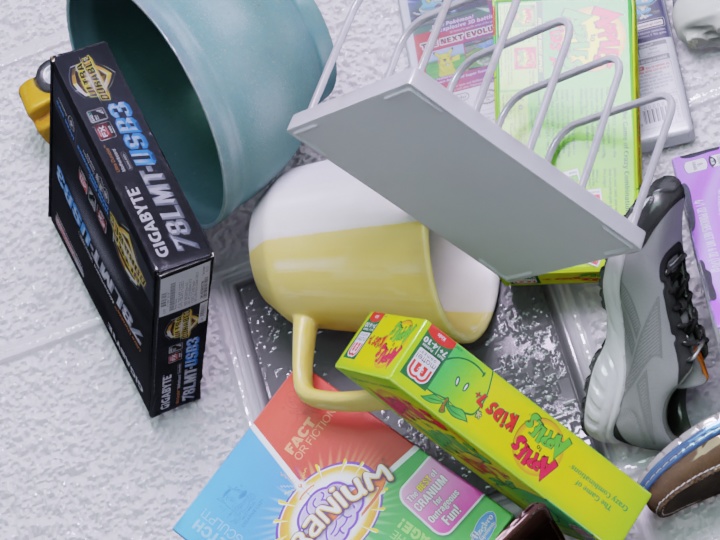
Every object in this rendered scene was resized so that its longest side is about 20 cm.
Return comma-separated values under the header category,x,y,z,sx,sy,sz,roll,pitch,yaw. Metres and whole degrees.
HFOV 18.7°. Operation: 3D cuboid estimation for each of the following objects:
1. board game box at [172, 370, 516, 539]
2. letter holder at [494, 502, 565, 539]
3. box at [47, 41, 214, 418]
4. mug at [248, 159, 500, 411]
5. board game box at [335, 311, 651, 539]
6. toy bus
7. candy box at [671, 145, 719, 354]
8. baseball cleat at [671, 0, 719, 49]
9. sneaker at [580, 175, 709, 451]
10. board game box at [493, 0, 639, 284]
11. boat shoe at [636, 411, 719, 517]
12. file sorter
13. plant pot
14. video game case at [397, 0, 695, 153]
category,x,y,z,sx,sy,sz,roll,pitch,yaw
board game box,-0.010,0.182,1.536,0.200,0.040,0.153,33,80,24
letter holder,0.090,0.264,1.418,0.200,0.142,0.101,-46,64,-6
box,-0.169,-0.027,1.579,0.049,0.199,0.201,-18,62,-20
mug,-0.001,-0.010,1.550,0.152,0.150,0.187,-3,32,23
board game box,0.087,0.105,1.447,0.200,0.102,0.048,38,80,-18
toy bus,-0.160,-0.150,1.700,0.199,0.065,0.079,-27,66,3
candy box,0.325,-0.023,1.479,0.199,0.072,0.168,-14,44,8
baseball cleat,0.324,-0.215,1.588,0.199,0.070,0.107,-3,68,13
sneaker,0.203,0.030,1.474,0.079,0.201,0.074,16,29,26
board game box,0.148,-0.094,1.565,0.101,0.048,0.201,-2,81,9
boat shoe,0.281,0.122,1.462,0.199,0.072,0.073,-28,65,3
file sorter,0.084,-0.103,1.423,0.139,0.200,0.125,-16,47,54
plant pot,-0.102,-0.149,1.575,0.134,0.201,0.200,-31,62,-23
video game case,0.136,-0.157,1.644,0.199,0.023,0.183,-14,66,11
